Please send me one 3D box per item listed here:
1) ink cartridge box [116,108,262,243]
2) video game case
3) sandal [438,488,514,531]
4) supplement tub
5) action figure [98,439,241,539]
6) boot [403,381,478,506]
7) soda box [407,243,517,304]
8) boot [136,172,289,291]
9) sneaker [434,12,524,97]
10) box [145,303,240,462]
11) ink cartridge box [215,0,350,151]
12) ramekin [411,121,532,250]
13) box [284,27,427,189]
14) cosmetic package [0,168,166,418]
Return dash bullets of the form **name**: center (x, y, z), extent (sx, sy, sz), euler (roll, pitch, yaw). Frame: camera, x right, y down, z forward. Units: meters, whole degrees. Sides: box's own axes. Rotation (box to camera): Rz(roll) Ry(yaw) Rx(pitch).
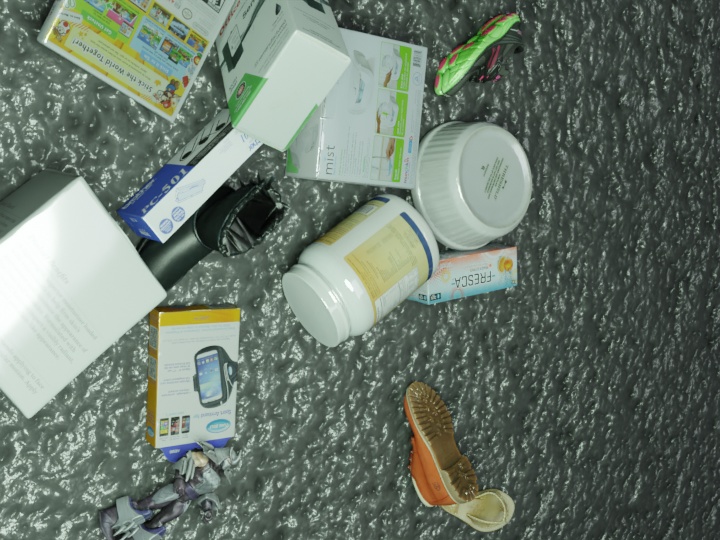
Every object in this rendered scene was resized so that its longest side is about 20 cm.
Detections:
- **ink cartridge box**: center (-0.207, -0.123, 1.063), extent (0.200, 0.093, 0.044), euler (-49, 121, -19)
- **video game case**: center (-0.255, -0.301, 0.999), extent (0.199, 0.023, 0.185), euler (28, 89, -51)
- **sandal**: center (0.219, 0.419, 1.473), extent (0.210, 0.069, 0.079), euler (28, 81, -36)
- **supplement tub**: center (0.000, 0.000, 1.202), extent (0.199, 0.143, 0.146), euler (-37, 117, -25)
- **action figure**: center (-0.236, 0.297, 1.110), extent (0.198, 0.069, 0.131), euler (-35, 134, -12)
- **boot**: center (0.104, 0.285, 1.367), extent (0.074, 0.107, 0.204), euler (-13, 78, -42)
- **soda box**: center (0.164, 0.003, 1.371), extent (0.197, 0.063, 0.070), euler (-9, 102, -34)
- **boot**: center (-0.188, -0.039, 1.048), extent (0.199, 0.161, 0.074), euler (-48, 119, -20)
- **sneaker**: center (0.196, -0.328, 1.334), extent (0.199, 0.076, 0.085), euler (-41, 115, -22)
- **box**: center (-0.223, 0.149, 1.130), extent (0.117, 0.041, 0.205), euler (-1, 100, -36)
- **ink cartridge box**: center (-0.101, -0.271, 1.029), extent (0.082, 0.202, 0.147), euler (19, 126, -34)
- **ramekin**: center (0.180, -0.138, 1.321), extent (0.199, 0.094, 0.207), euler (3, 84, -33)
- **box**: center (-0.005, -0.223, 1.192), extent (0.174, 0.096, 0.205), euler (0, 98, -35)
- **cosmetic package**: center (-0.357, 0.016, 0.933), extent (0.200, 0.164, 0.166), euler (-43, 120, -22)
